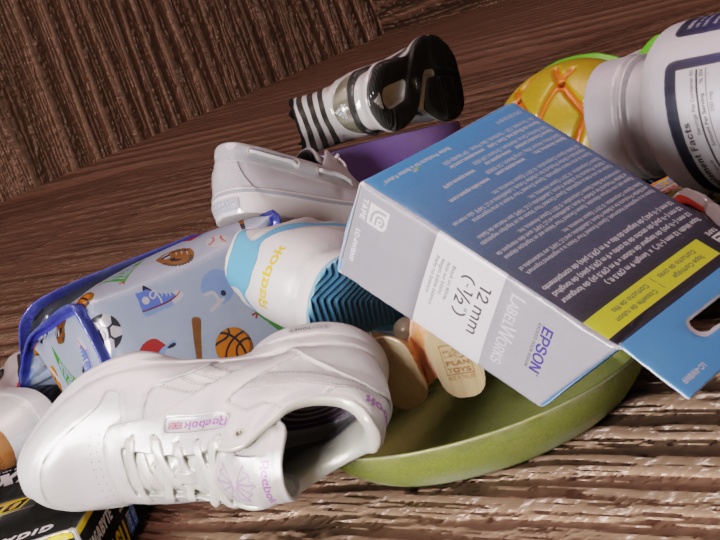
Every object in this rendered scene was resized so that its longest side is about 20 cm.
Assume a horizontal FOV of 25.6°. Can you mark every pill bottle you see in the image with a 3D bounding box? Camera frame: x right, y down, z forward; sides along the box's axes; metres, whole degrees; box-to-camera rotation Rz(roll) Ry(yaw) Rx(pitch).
[{"bbox_3d":[0.243,-0.107,0.973,0.200,0.111,0.111,-7,18,41],"label":"pill bottle"}]

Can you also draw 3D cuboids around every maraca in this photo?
[{"bbox_3d":[0.186,-0.110,1.251,0.200,0.137,0.107,-19,-17,38],"label":"maraca"}]

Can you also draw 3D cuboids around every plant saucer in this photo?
[{"bbox_3d":[0.068,0.071,0.872,0.200,0.031,0.200,-20,11,4],"label":"plant saucer"}]

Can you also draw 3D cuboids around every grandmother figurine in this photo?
[{"bbox_3d":[0.076,0.012,0.918,0.121,0.061,0.200,-5,20,24],"label":"grandmother figurine"}]

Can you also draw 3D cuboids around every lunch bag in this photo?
[{"bbox_3d":[-0.142,0.047,1.119,0.170,0.124,0.200,-25,-1,-27],"label":"lunch bag"}]

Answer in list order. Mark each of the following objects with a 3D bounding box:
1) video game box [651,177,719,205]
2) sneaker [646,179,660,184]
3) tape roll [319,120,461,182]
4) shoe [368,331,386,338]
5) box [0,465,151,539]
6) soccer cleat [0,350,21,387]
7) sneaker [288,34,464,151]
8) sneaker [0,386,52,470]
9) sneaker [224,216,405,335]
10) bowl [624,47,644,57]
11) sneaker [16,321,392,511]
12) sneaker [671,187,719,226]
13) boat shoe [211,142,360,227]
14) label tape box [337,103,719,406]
[{"bbox_3d":[0.300,-0.062,1.055,0.200,0.047,0.182,-24,11,-19],"label":"video game box"},{"bbox_3d":[0.163,-0.041,1.158,0.200,0.070,0.078,-14,35,-1],"label":"sneaker"},{"bbox_3d":[0.000,-0.066,1.384,0.200,0.085,0.200,-15,3,1],"label":"tape roll"},{"bbox_3d":[-0.044,0.068,0.962,0.070,0.053,0.200,-46,-7,30],"label":"shoe"},{"bbox_3d":[-0.226,0.164,0.900,0.200,0.049,0.160,-18,10,8],"label":"box"},{"bbox_3d":[-0.242,0.076,1.274,0.085,0.069,0.200,-11,19,22],"label":"soccer cleat"},{"bbox_3d":[0.006,-0.147,1.335,0.115,0.076,0.200,-11,7,28],"label":"sneaker"},{"bbox_3d":[-0.301,0.121,1.148,0.085,0.073,0.200,-32,16,-38],"label":"sneaker"},{"bbox_3d":[0.000,0.000,0.963,0.081,0.077,0.200,23,9,30],"label":"sneaker"},{"bbox_3d":[0.306,-0.153,1.336,0.201,0.090,0.201,-19,13,4],"label":"bowl"},{"bbox_3d":[-0.080,0.083,0.802,0.200,0.075,0.100,-17,27,1],"label":"sneaker"},{"bbox_3d":[0.182,0.001,0.962,0.082,0.077,0.200,-49,16,-7],"label":"sneaker"},{"bbox_3d":[-0.036,-0.060,1.204,0.200,0.069,0.072,4,-14,-42],"label":"boat shoe"},{"bbox_3d":[0.110,0.003,0.820,0.200,0.066,0.143,36,40,23],"label":"label tape box"}]
